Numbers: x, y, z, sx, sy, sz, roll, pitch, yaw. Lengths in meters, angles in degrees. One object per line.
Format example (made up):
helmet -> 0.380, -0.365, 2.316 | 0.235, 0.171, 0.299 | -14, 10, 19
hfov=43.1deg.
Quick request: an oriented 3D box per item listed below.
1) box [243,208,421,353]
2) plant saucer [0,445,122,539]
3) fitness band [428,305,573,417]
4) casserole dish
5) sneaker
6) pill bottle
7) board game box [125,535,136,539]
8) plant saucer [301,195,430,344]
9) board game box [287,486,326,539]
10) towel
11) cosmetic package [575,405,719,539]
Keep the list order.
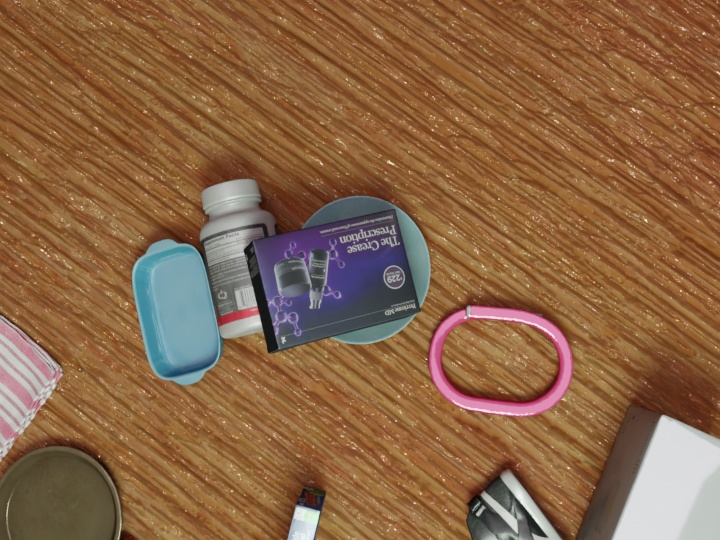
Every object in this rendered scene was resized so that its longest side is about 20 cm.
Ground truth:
box -> -0.037, 0.014, 1.182 | 0.196, 0.079, 0.144 | -14, 88, -18
plant saucer -> -0.425, 0.349, 1.281 | 0.196, 0.029, 0.205 | -1, 85, 7
fitness band -> 0.191, 0.124, 1.244 | 0.196, 0.037, 0.147 | 6, 86, 7
casserole dish -> -0.251, 0.057, 1.277 | 0.119, 0.039, 0.204 | -15, 85, 18
sneaker -> 0.218, 0.378, 1.210 | 0.111, 0.073, 0.201 | -38, 75, 4
pill bottle -> -0.159, -0.017, 1.248 | 0.109, 0.111, 0.204 | -13, 84, 4
board game box -> -0.316, 0.498, 1.254 | 0.150, 0.046, 0.202 | 32, 89, 7
plant saucer -> 0.000, 0.000, 1.269 | 0.197, 0.039, 0.206 | 0, 86, 5
board game box -> -0.088, 0.398, 1.197 | 0.034, 0.135, 0.204 | 14, 86, 2
towel -> -0.536, 0.179, 1.306 | 0.145, 0.030, 0.201 | 36, 90, 7
cosmetic package -> 0.370, 0.288, 1.134 | 0.121, 0.200, 0.202 | 23, 87, 6
